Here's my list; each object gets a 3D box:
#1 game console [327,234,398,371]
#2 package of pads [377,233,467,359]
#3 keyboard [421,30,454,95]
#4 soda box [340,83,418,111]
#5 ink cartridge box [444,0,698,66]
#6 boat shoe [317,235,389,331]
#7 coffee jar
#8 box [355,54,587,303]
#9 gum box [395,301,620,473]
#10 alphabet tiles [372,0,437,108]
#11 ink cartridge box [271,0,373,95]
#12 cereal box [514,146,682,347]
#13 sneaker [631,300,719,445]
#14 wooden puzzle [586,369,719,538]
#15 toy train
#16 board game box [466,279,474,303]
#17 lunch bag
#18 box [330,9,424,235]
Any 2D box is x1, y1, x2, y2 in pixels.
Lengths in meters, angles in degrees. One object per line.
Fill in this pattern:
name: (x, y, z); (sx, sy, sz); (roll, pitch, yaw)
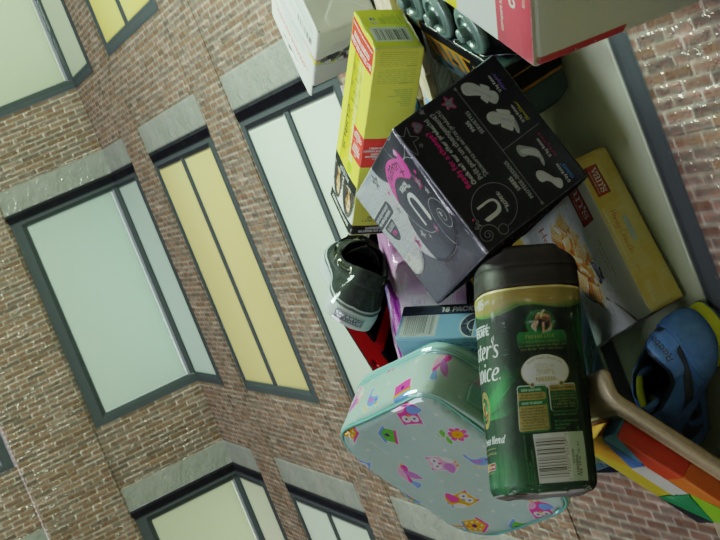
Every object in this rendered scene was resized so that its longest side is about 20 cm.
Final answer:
game console: (0.030, 0.030, 1.716); (0.178, 0.031, 0.201); (54, -150, -25)
package of pads: (0.064, 0.021, 1.570); (0.121, 0.075, 0.202); (-103, 4, -48)
keyboard: (0.060, -0.250, 1.474); (0.057, 0.011, 0.202); (-78, -25, -55)
soda box: (0.037, -0.114, 1.638); (0.201, 0.063, 0.069); (72, 173, -47)
ink cartridge box: (0.128, -0.242, 1.130); (0.200, 0.144, 0.084); (45, 153, 48)
boat shoe: (0.000, 0.000, 1.513); (0.200, 0.068, 0.057); (-96, 30, -72)
coffee jar: (0.139, 0.082, 1.273); (0.104, 0.084, 0.203); (104, 163, -79)
box: (0.086, -0.072, 1.339); (0.133, 0.114, 0.200); (52, 164, 4)
gum box: (0.142, 0.111, 1.447); (0.201, 0.168, 0.045); (65, -148, -42)
alphabet tiles: (0.034, -0.235, 1.540); (0.201, 0.014, 0.197); (69, 178, -52)
ink cartridge box: (-0.044, -0.278, 1.688); (0.200, 0.067, 0.116); (108, 137, -77)
cereal box: (0.200, -0.010, 1.392); (0.145, 0.039, 0.200); (63, 163, 9)
sneaker: (0.254, 0.105, 1.325); (0.066, 0.078, 0.201); (51, 159, 31)
wooden puzzle: (0.252, 0.163, 1.311); (0.199, 0.037, 0.185); (37, 169, 1)
toy train: (0.102, -0.208, 1.366); (0.200, 0.085, 0.115); (42, 160, 53)
board game box: (0.145, 0.080, 1.583); (0.166, 0.056, 0.202); (-110, 8, -51)
lunch bag: (0.097, 0.154, 1.417); (0.199, 0.078, 0.160); (36, 139, -19)
box: (0.014, -0.135, 1.456); (0.076, 0.049, 0.202); (-114, 27, -48)
